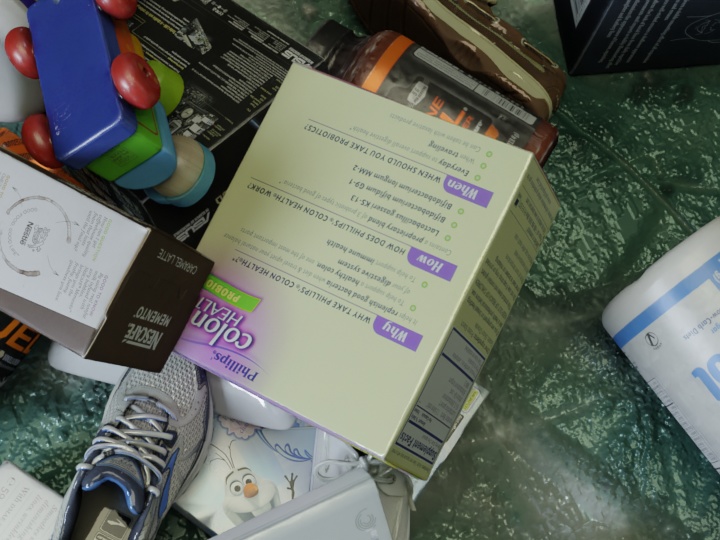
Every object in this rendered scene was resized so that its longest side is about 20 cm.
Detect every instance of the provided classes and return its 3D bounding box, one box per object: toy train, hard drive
[{"bbox_3d":[-0.155,-0.136,0.802,0.084,0.116,0.201,-29,58,17],"label":"toy train"},{"bbox_3d":[-0.066,0.223,0.800,0.199,0.026,0.133,-23,112,-16],"label":"hard drive"}]

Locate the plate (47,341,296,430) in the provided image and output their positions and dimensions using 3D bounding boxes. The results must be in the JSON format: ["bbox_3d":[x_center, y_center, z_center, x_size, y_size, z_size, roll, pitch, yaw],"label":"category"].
[{"bbox_3d":[-0.109,-0.001,0.929,0.199,0.032,0.200,13,66,18],"label":"plate"}]

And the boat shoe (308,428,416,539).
[{"bbox_3d":[0.005,0.122,0.862,0.074,0.086,0.203,5,73,-4],"label":"boat shoe"}]

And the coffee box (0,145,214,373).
[{"bbox_3d":[-0.201,-0.023,0.751,0.199,0.114,0.080,27,88,16],"label":"coffee box"}]

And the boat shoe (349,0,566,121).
[{"bbox_3d":[0.079,-0.191,1.033,0.202,0.075,0.075,42,59,2],"label":"boat shoe"}]

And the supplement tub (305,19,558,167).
[{"bbox_3d":[0.043,-0.111,0.978,0.199,0.107,0.107,31,72,5],"label":"supplement tub"}]

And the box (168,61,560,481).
[{"bbox_3d":[0.000,0.000,0.807,0.175,0.097,0.201,23,82,24],"label":"box"}]

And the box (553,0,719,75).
[{"bbox_3d":[0.269,-0.241,1.021,0.199,0.149,0.108,-5,73,-8],"label":"box"}]

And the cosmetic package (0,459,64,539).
[{"bbox_3d":[-0.181,0.226,0.863,0.199,0.074,0.102,31,72,6],"label":"cosmetic package"}]

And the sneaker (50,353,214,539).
[{"bbox_3d":[-0.145,0.131,0.819,0.077,0.085,0.201,18,68,-1],"label":"sneaker"}]

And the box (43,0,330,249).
[{"bbox_3d":[-0.133,-0.115,0.928,0.164,0.086,0.200,-40,51,-16],"label":"box"}]

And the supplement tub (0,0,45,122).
[{"bbox_3d":[-0.232,-0.219,0.892,0.145,0.146,0.201,25,60,3],"label":"supplement tub"}]

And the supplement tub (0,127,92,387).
[{"bbox_3d":[-0.269,0.009,0.881,0.122,0.123,0.200,36,84,6],"label":"supplement tub"}]

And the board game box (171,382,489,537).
[{"bbox_3d":[-0.043,0.113,0.929,0.199,0.043,0.200,36,72,6],"label":"board game box"}]

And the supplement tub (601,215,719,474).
[{"bbox_3d":[0.283,0.071,0.931,0.132,0.132,0.200,-35,78,-15],"label":"supplement tub"}]
